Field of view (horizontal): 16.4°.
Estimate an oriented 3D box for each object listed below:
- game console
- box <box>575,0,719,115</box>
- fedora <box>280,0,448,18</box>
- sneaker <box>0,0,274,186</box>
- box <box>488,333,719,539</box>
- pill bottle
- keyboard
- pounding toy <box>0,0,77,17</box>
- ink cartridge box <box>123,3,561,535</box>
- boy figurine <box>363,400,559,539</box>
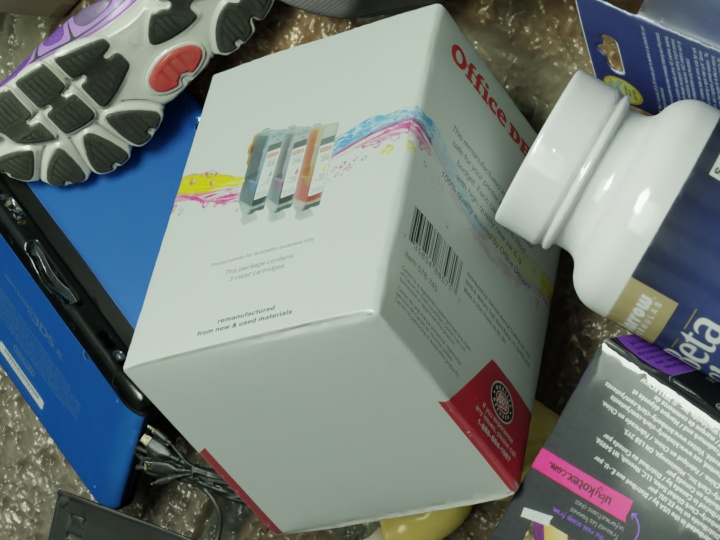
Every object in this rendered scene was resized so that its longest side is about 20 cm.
[{"bbox_3d":[-0.135,0.002,1.419,0.200,0.118,0.171,52,146,25],"label":"game console"},{"bbox_3d":[0.197,-0.078,1.156,0.200,0.121,0.032,25,77,19],"label":"box"},{"bbox_3d":[0.001,-0.189,1.279,0.090,0.199,0.177,111,166,-50],"label":"fedora"},{"bbox_3d":[-0.129,-0.124,1.380,0.200,0.081,0.083,-37,32,6],"label":"sneaker"},{"bbox_3d":[0.134,0.139,1.213,0.106,0.122,0.200,36,109,23],"label":"box"},{"bbox_3d":[0.168,-0.010,1.161,0.200,0.111,0.111,29,107,5],"label":"pill bottle"},{"bbox_3d":[-0.078,0.159,1.334,0.200,0.021,0.127,18,103,20],"label":"keyboard"},{"bbox_3d":[-0.254,-0.232,1.384,0.142,0.200,0.184,-44,71,24],"label":"pounding toy"},{"bbox_3d":[0.000,0.000,1.226,0.144,0.145,0.200,-13,44,30],"label":"ink cartridge box"},{"bbox_3d":[0.019,0.095,1.315,0.200,0.064,0.125,3,91,34],"label":"boy figurine"}]
